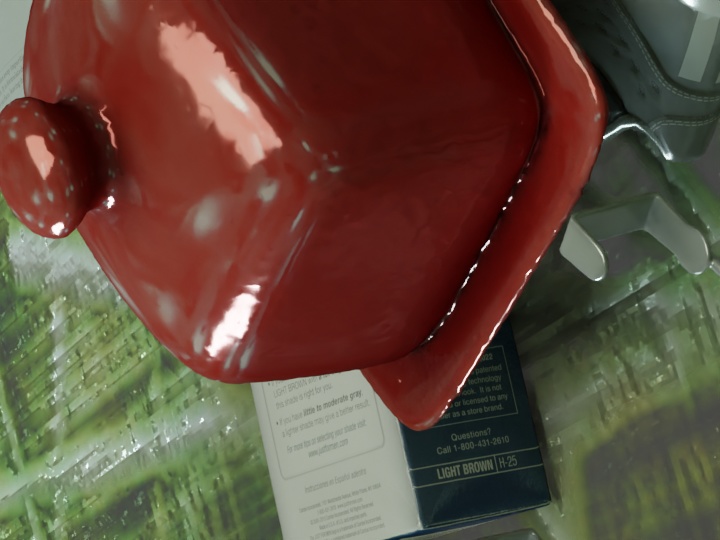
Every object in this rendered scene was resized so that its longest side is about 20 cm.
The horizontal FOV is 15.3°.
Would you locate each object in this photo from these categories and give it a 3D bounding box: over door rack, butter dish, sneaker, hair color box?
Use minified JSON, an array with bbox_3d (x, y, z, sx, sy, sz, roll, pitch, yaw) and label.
[{"bbox_3d":[0.130,0.082,0.751,0.200,0.067,0.148,36,130,25],"label":"over door rack"},{"bbox_3d":[-0.045,-0.051,0.836,0.200,0.148,0.200,57,149,21],"label":"butter dish"},{"bbox_3d":[0.051,-0.100,0.854,0.200,0.075,0.116,48,139,42],"label":"sneaker"},{"bbox_3d":[0.000,0.000,0.976,0.100,0.060,0.200,-24,76,57],"label":"hair color box"}]

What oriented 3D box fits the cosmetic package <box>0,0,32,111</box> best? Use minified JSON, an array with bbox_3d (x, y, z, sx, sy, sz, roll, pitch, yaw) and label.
[{"bbox_3d":[-0.123,-0.144,1.135,0.113,0.081,0.200,-33,68,57],"label":"cosmetic package"}]
